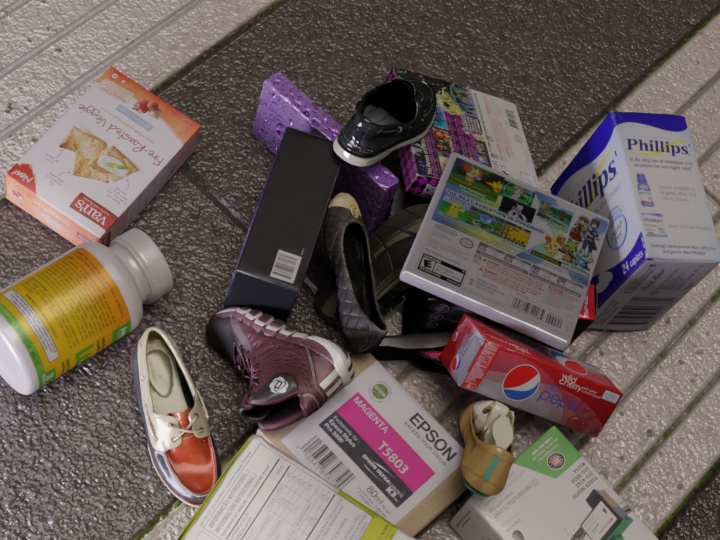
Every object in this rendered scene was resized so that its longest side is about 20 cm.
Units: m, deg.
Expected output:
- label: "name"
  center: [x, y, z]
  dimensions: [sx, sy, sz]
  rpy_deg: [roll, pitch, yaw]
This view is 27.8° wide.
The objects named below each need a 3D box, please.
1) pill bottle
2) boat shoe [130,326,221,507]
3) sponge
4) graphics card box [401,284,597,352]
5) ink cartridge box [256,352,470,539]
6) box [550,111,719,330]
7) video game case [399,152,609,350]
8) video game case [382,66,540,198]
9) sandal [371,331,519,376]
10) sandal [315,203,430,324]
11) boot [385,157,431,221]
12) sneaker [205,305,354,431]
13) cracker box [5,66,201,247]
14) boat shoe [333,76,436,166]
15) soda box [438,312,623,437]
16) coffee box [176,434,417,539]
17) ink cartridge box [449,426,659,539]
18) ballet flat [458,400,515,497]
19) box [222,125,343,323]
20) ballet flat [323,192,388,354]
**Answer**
- label: "pill bottle"
  center: [-0.306, 0.038, 1.572]
  dimensions: [0.200, 0.111, 0.111]
  rpy_deg: [-33, 74, -26]
- label: "boat shoe"
  center: [-0.198, 0.157, 1.565]
  dimensions: [0.071, 0.063, 0.200]
  rpy_deg: [-13, 68, -22]
- label: "sponge"
  center: [-0.044, -0.136, 1.730]
  dimensions: [0.200, 0.112, 0.030]
  rpy_deg: [44, 60, 11]
- label: "graphics card box"
  center: [0.157, 0.047, 1.673]
  dimensions: [0.200, 0.125, 0.051]
  rpy_deg: [8, 66, -11]
- label: "ink cartridge box"
  center: [0.006, 0.207, 1.581]
  dimensions: [0.200, 0.075, 0.165]
  rpy_deg: [44, 62, 12]
- label: "box"
  center: [0.322, -0.057, 1.733]
  dimensions: [0.105, 0.184, 0.200]
  rpy_deg: [2, 61, -19]
- label: "video game case"
  center: [0.164, -0.024, 1.630]
  dimensions: [0.200, 0.022, 0.182]
  rpy_deg: [23, 57, 1]
- label: "video game case"
  center: [0.125, -0.152, 1.770]
  dimensions: [0.181, 0.036, 0.200]
  rpy_deg: [13, 43, -24]
- label: "sandal"
  center: [0.090, 0.100, 1.665]
  dimensions: [0.200, 0.075, 0.045]
  rpy_deg: [-3, 68, -7]
- label: "sandal"
  center: [0.037, -0.008, 1.682]
  dimensions: [0.201, 0.057, 0.080]
  rpy_deg: [-33, 61, 13]
- label: "boot"
  center: [0.133, -0.064, 1.761]
  dimensions: [0.200, 0.066, 0.165]
  rpy_deg: [12, 68, -4]
- label: "sneaker"
  center: [-0.114, 0.109, 1.559]
  dimensions: [0.200, 0.076, 0.116]
  rpy_deg: [13, 47, 37]
- label: "cracker box"
  center: [-0.298, -0.127, 1.694]
  dimensions: [0.134, 0.058, 0.200]
  rpy_deg: [33, 60, 5]
- label: "boat shoe"
  center: [0.039, -0.188, 1.672]
  dimensions: [0.074, 0.066, 0.199]
  rpy_deg: [38, 40, 15]
- label: "soda box"
  center: [0.191, 0.118, 1.630]
  dimensions: [0.200, 0.063, 0.070]
  rpy_deg: [22, 16, -26]
- label: "coffee box"
  center: [-0.092, 0.317, 1.423]
  dimensions: [0.198, 0.200, 0.200]
  rpy_deg: [32, 61, 3]
- label: "ink cartridge box"
  center: [0.221, 0.295, 1.581]
  dimensions: [0.146, 0.084, 0.200]
  rpy_deg: [-36, 75, -27]
- label: "ballet flat"
  center: [0.144, 0.176, 1.564]
  dimensions: [0.069, 0.063, 0.200]
  rpy_deg: [26, 18, -6]
- label: "box"
  center: [-0.089, -0.039, 1.651]
  dimensions: [0.079, 0.141, 0.200]
  rpy_deg: [18, 59, -2]
- label: "ballet flat"
  center: [0.000, 0.000, 1.618]
  dimensions: [0.066, 0.057, 0.200]
  rpy_deg: [20, 51, -44]
